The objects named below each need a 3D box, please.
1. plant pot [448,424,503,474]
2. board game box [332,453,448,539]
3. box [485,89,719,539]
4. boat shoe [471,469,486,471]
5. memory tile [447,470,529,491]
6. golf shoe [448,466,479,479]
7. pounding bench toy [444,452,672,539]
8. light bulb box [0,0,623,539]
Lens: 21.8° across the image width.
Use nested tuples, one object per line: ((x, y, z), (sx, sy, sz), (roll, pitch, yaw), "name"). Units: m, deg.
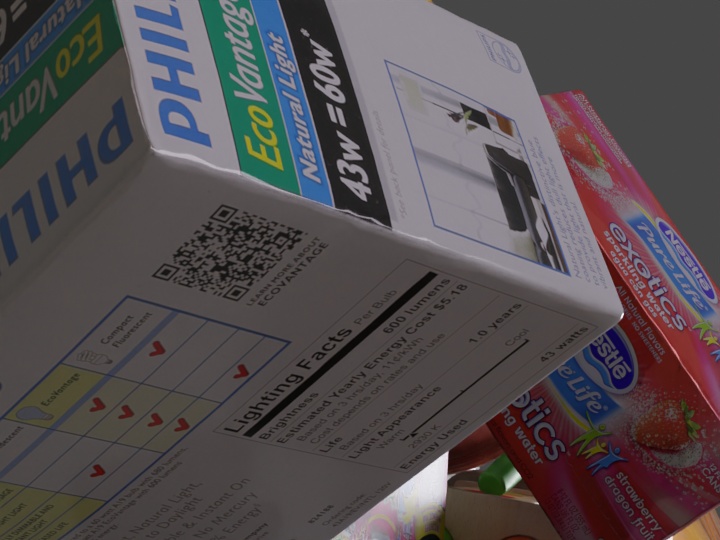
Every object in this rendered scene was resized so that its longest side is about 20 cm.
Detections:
((0.000, 0.000, 1.018), (0.195, 0.200, 0.202), (24, 41, -59), "plant pot")
((-0.013, 0.120, 0.814), (0.147, 0.064, 0.202), (36, 56, -64), "board game box")
((0.105, 0.026, 0.860), (0.201, 0.100, 0.095), (56, 30, 10), "box")
((0.092, 0.217, 1.095), (0.074, 0.073, 0.202), (-11, 89, -42), "boat shoe")
((0.091, 0.205, 1.033), (0.017, 0.153, 0.201), (10, 56, -62), "memory tile")
((0.043, 0.137, 1.154), (0.201, 0.077, 0.088), (60, 20, -13), "golf shoe")
((0.077, 0.139, 0.946), (0.156, 0.123, 0.202), (18, 81, -64), "pounding bench toy")
((-0.061, -0.001, 0.608), (0.199, 0.198, 0.125), (19, 42, -42), "light bulb box")
